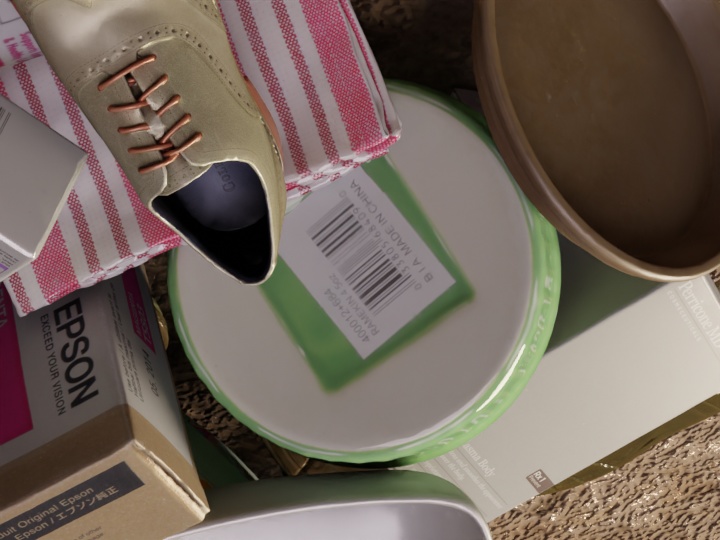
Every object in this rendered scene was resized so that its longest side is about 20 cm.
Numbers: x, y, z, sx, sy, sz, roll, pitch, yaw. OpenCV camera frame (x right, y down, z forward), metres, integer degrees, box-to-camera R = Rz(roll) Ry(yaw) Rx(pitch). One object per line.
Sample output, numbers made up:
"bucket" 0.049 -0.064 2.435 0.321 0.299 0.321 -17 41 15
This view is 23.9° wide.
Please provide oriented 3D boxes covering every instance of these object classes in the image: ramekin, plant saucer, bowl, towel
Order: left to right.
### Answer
"towel" -0.096 -0.084 0.775 0.199 0.147 0.030 -24 177 3
"bowl" -0.031 0.189 0.870 0.198 0.075 0.201 -5 114 -9
"ramekin" 0.000 0.000 0.830 0.199 0.201 0.098 -24 177 3
"plant saucer" 0.123 -0.089 0.823 0.199 0.202 0.029 22 151 -36

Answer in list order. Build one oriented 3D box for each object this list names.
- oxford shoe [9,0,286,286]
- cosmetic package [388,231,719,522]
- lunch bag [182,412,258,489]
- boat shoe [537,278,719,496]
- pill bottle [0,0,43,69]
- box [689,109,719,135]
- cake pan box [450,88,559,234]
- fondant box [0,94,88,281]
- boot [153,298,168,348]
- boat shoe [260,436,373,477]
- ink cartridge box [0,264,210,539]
"oxford shoe" -0.078 -0.073 0.664 0.070 0.074 0.200 -28 135 10
"cosmetic package" 0.106 0.049 0.942 0.199 0.091 0.107 -31 133 14
"lunch bag" -0.074 0.200 1.016 0.121 0.170 0.201 -22 142 -38
"boat shoe" 0.148 0.076 1.016 0.200 0.063 0.073 -31 153 20
"pill bottle" -0.102 -0.159 0.707 0.199 0.114 0.114 -19 137 -3
"box" 0.160 -0.082 0.909 0.199 0.042 0.039 17 137 -21
"cake pan box" 0.109 -0.008 0.984 0.199 0.053 0.185 5 133 -25
"fondant box" -0.226 -0.038 0.725 0.144 0.059 0.200 35 147 -22
"boot" -0.159 0.107 0.892 0.200 0.155 0.072 -36 134 -14
"boat shoe" -0.012 0.122 0.992 0.072 0.200 0.065 -40 179 -32
"ink cartridge box" -0.178 0.064 0.833 0.164 0.201 0.075 -29 135 7
